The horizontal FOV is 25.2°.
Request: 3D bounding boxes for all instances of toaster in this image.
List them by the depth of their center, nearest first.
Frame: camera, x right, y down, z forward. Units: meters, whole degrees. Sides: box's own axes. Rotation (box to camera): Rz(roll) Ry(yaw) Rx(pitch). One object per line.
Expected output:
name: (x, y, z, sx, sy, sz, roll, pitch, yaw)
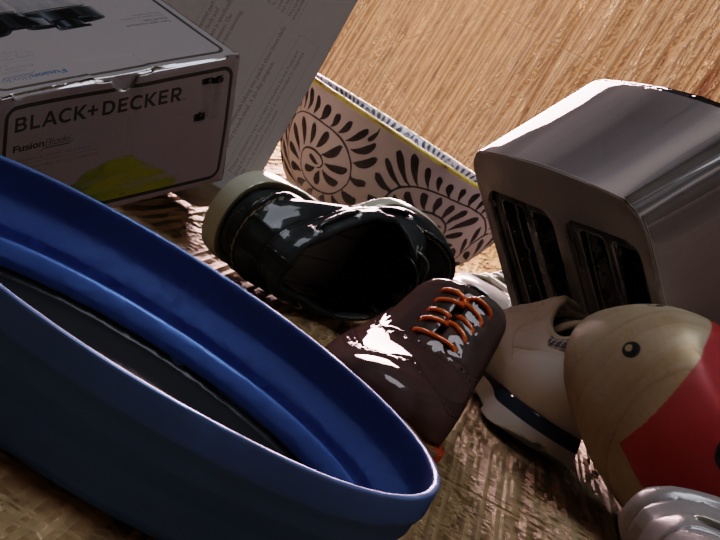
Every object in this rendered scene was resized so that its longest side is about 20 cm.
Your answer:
toaster: (0.176, -0.017, 0.973, 0.180, 0.118, 0.202, 27, -40, 56)

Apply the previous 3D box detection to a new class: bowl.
bowl: (-0.068, 0.027, 0.498, 0.200, 0.040, 0.201, 32, 7, -4)
bowl: (0.012, -0.055, 1.145, 0.200, 0.095, 0.201, 33, 7, -4)

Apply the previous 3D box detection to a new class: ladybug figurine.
ladybug figurine: (0.189, 0.095, 0.829, 0.200, 0.072, 0.136, 46, 40, -10)

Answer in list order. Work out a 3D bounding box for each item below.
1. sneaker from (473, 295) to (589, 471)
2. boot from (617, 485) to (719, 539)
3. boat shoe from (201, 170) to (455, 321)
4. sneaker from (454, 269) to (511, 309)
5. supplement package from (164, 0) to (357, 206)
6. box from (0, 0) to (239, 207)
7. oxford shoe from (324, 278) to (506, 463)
sneaker: (0.108, 0.052, 0.964, 0.076, 0.081, 0.200, 29, 6, -15)
boot: (0.205, 0.153, 0.711, 0.199, 0.074, 0.096, 30, 14, -19)
boat shoe: (0.001, -0.002, 0.876, 0.066, 0.075, 0.199, 40, 10, 35)
sneaker: (0.130, 0.014, 1.313, 0.073, 0.085, 0.200, 38, 10, 26)
supplement package: (-0.117, -0.167, 0.887, 0.199, 0.192, 0.147, 31, -8, -17)
box: (-0.156, -0.098, 0.682, 0.116, 0.061, 0.200, -18, 41, -39)
oxford shoe: (0.024, 0.035, 0.718, 0.071, 0.073, 0.200, 34, 7, 4)
